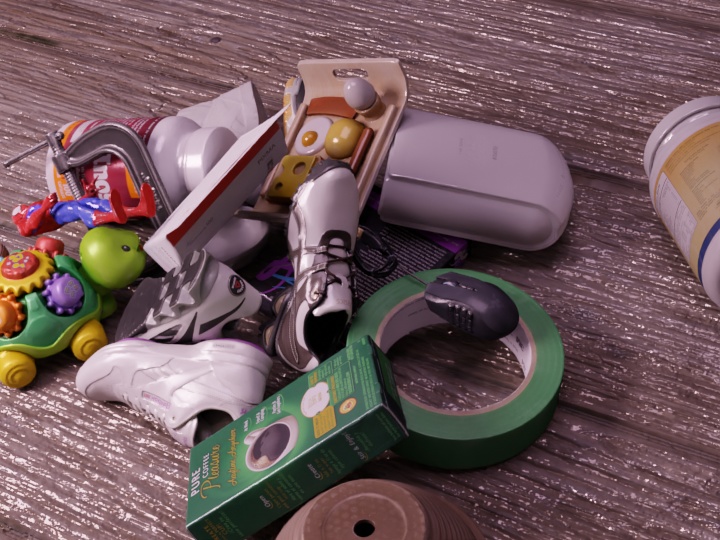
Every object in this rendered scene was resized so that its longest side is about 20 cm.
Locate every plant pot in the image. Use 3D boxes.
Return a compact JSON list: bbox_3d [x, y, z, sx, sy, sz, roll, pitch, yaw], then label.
[{"bbox_3d":[0.009,0.233,1.069,0.200,0.093,0.201,-4,41,4],"label":"plant pot"}]

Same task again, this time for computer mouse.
[{"bbox_3d":[0.063,0.003,1.255,0.199,0.034,0.059,29,54,24],"label":"computer mouse"}]

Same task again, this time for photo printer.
[{"bbox_3d":[0.124,-0.095,1.406,0.199,0.070,0.167,12,34,0],"label":"photo printer"}]

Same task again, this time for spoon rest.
[{"bbox_3d":[-0.143,-0.006,1.391,0.099,0.061,0.201,-6,42,3],"label":"spoon rest"}]

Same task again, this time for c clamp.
[{"bbox_3d":[-0.271,-0.069,1.417,0.170,0.201,0.027,-29,-1,28],"label":"c clamp"}]

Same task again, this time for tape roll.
[{"bbox_3d":[0.085,0.087,1.233,0.199,0.048,0.201,1,48,-1],"label":"tape roll"}]

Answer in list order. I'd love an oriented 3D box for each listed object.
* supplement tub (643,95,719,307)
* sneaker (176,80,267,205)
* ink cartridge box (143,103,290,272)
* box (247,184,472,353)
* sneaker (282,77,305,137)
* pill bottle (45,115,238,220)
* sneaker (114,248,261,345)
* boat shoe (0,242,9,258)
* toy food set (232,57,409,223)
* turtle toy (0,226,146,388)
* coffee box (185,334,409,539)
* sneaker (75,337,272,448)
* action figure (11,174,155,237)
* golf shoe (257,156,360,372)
[{"bbox_3d":[0.369,-0.066,1.308,0.144,0.145,0.200,-12,41,-5],"label":"supplement tub"},{"bbox_3d":[-0.160,-0.129,1.537,0.115,0.074,0.200,-19,41,5],"label":"sneaker"},{"bbox_3d":[-0.128,-0.073,1.289,0.163,0.057,0.200,-50,15,-15],"label":"ink cartridge box"},{"bbox_3d":[0.000,0.000,1.367,0.143,0.036,0.200,30,52,25],"label":"box"},{"bbox_3d":[-0.044,-0.142,1.528,0.087,0.076,0.201,-5,50,-5],"label":"sneaker"},{"bbox_3d":[-0.233,-0.111,1.462,0.199,0.113,0.113,0,40,27],"label":"pill bottle"},{"bbox_3d":[-0.166,0.045,1.284,0.200,0.088,0.074,-21,46,53],"label":"sneaker"},{"bbox_3d":[-0.479,-0.005,1.437,0.199,0.072,0.076,-11,41,-2],"label":"boat shoe"},{"bbox_3d":[-0.045,-0.135,1.406,0.143,0.060,0.201,6,62,38],"label":"toy food set"},{"bbox_3d":[-0.311,0.020,1.357,0.199,0.101,0.146,-21,42,-14],"label":"turtle toy"},{"bbox_3d":[-0.057,0.147,1.137,0.200,0.044,0.123,-34,25,9],"label":"coffee box"},{"bbox_3d":[-0.182,0.115,1.248,0.199,0.075,0.100,-4,63,22],"label":"sneaker"},{"bbox_3d":[-0.294,-0.063,1.366,0.199,0.052,0.065,-8,11,41],"label":"action figure"},{"bbox_3d":[-0.027,0.000,1.237,0.077,0.201,0.094,4,15,-36],"label":"golf shoe"}]
